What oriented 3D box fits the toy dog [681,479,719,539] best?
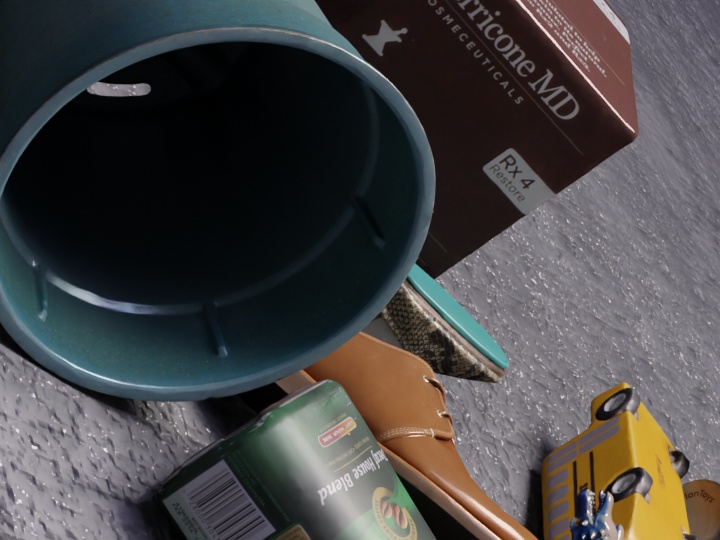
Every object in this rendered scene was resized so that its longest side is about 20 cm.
[{"bbox_3d":[0.209,0.226,1.267,0.132,0.096,0.200,52,36,-21],"label":"toy dog"}]

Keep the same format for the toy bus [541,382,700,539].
[{"bbox_3d":[0.155,0.145,1.232,0.065,0.078,0.200,51,17,-15],"label":"toy bus"}]

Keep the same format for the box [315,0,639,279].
[{"bbox_3d":[0.035,-0.116,1.211,0.166,0.200,0.164,46,24,-20],"label":"box"}]

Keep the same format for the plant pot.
[{"bbox_3d":[-0.088,-0.079,0.943,0.200,0.200,0.196,37,21,-38],"label":"plant pot"}]

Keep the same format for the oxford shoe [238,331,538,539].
[{"bbox_3d":[0.024,0.081,0.995,0.200,0.071,0.071,43,-25,12],"label":"oxford shoe"}]

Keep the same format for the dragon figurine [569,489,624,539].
[{"bbox_3d":[0.166,0.201,1.035,0.059,0.099,0.200,30,42,-60],"label":"dragon figurine"}]

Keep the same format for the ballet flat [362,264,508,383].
[{"bbox_3d":[0.000,0.000,1.146,0.200,0.075,0.068,52,7,-19],"label":"ballet flat"}]

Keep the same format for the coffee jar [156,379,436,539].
[{"bbox_3d":[0.001,0.154,0.914,0.200,0.085,0.104,57,23,3],"label":"coffee jar"}]
